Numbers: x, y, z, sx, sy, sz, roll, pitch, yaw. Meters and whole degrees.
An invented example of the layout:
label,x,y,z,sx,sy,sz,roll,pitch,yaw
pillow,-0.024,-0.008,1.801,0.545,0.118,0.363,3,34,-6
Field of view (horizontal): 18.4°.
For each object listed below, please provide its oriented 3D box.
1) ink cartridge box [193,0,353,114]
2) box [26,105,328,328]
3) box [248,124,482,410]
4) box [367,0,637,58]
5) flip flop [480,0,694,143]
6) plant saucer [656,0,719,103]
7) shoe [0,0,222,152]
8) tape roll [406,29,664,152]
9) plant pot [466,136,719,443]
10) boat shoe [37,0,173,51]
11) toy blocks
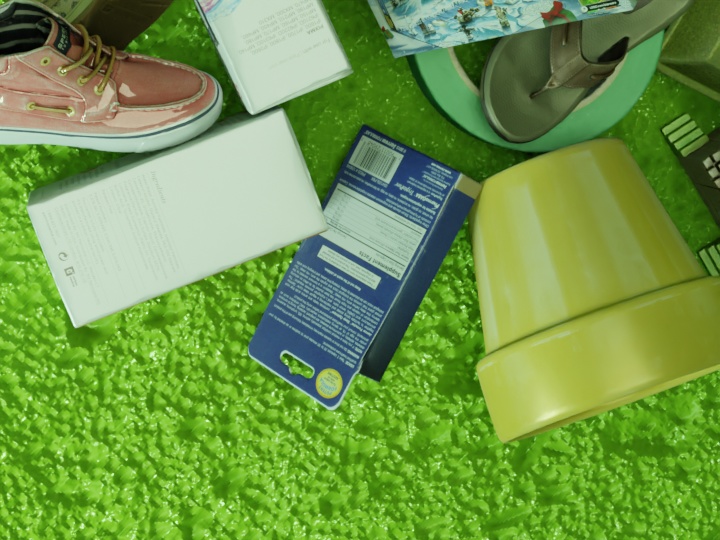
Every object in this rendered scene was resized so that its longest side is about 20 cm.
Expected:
label,x,y,z,sx,sy,sz,roll,pitch,yaw
ink cartridge box,-0.088,-0.222,1.625,0.085,0.148,0.201,-23,98,-2
box,-0.138,-0.044,1.649,0.199,0.124,0.098,-21,99,-4
box,0.000,0.000,1.678,0.032,0.121,0.201,28,92,-45
box,0.087,-0.233,1.578,0.199,0.040,0.137,-8,124,32
flip flop,0.173,-0.174,1.662,0.200,0.058,0.081,-36,100,-3
plant saucer,0.355,-0.194,1.697,0.200,0.048,0.200,33,91,33
shoe,-0.198,-0.139,1.575,0.199,0.091,0.072,-1,53,-2
tape roll,0.132,-0.192,1.708,0.199,0.048,0.201,-1,97,-8
plant pot,0.168,0.010,1.673,0.200,0.201,0.190,-19,82,-5
boat shoe,-0.208,-0.182,1.636,0.200,0.063,0.073,-37,142,27
toy blocks,0.318,-0.034,1.705,0.100,0.137,0.200,-32,99,-3
